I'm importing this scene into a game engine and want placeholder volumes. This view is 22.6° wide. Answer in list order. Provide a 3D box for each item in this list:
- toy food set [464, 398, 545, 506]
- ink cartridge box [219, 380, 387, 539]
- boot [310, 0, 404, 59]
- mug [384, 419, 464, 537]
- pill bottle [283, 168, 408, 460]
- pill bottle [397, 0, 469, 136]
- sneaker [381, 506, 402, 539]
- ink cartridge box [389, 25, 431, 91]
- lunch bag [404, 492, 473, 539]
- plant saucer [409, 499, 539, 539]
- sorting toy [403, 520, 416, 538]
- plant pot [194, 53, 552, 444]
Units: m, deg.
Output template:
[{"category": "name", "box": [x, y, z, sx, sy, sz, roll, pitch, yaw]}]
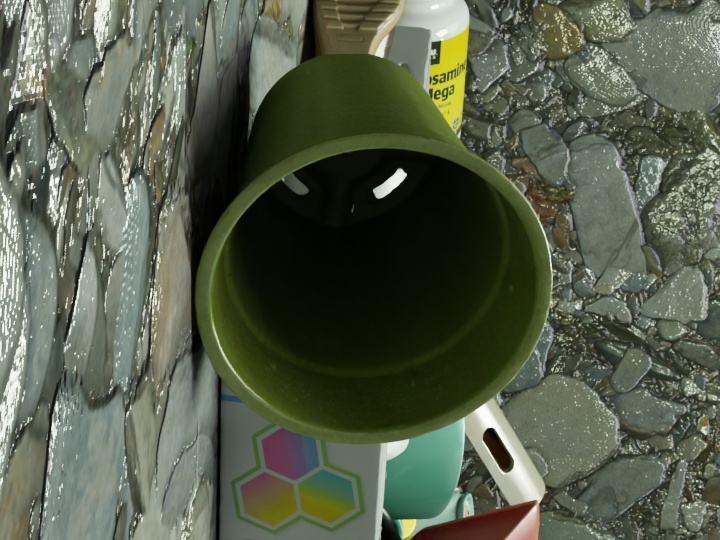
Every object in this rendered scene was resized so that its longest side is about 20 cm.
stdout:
[{"category": "toy food set", "box": [0.081, 0.118, 1.567, 0.144, 0.060, 0.200, 58, -2, -28]}, {"category": "ink cartridge box", "box": [-0.036, 0.133, 1.159, 0.059, 0.103, 0.202, -75, 170, -63]}, {"category": "boot", "box": [-0.017, -0.151, 1.453, 0.167, 0.072, 0.202, 113, -15, -63]}, {"category": "mug", "box": [0.005, 0.140, 1.459, 0.152, 0.113, 0.187, 155, -64, -68]}, {"category": "pill bottle", "box": [-0.014, 0.023, 1.243, 0.114, 0.113, 0.202, -62, 157, -79]}, {"category": "pill bottle", "box": [0.053, -0.222, 1.830, 0.113, 0.111, 0.202, -78, 172, -56]}, {"category": "sneaker", "box": [-0.015, 0.229, 1.305, 0.078, 0.138, 0.202, -77, 170, -62]}, {"category": "ink cartridge box", "box": [0.017, -0.112, 1.680, 0.201, 0.082, 0.148, 92, 6, -54]}, {"category": "lunch bag", "box": [0.027, 0.322, 1.773, 0.201, 0.168, 0.123, -80, 166, -46]}, {"category": "plant saucer", "box": [0.036, 0.260, 1.336, 0.199, 0.037, 0.200, -44, -174, -28]}, {"category": "sorting toy", "box": [-0.018, 0.192, 1.693, 0.180, 0.106, 0.202, 134, -34, -66]}, {"category": "plant pot", "box": [-0.002, -0.034, 1.066, 0.191, 0.198, 0.202, -102, -167, -58]}]
